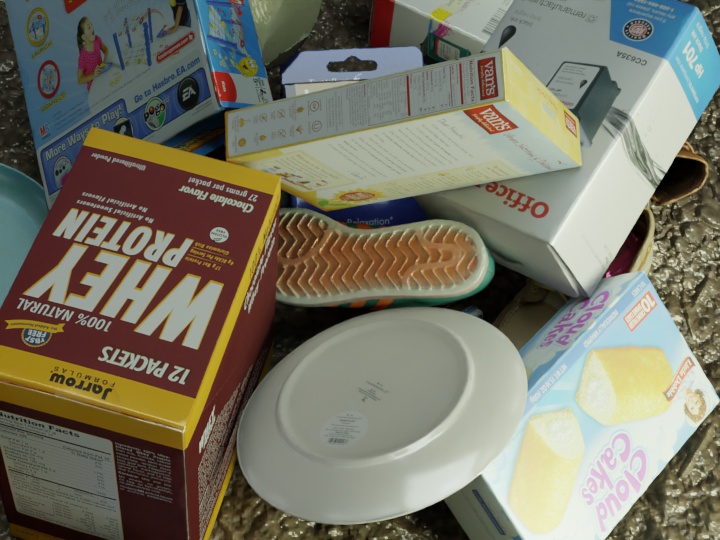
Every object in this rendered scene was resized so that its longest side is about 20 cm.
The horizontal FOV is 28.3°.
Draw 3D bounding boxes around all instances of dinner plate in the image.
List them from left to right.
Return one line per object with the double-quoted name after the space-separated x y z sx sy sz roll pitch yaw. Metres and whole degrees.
0.010 0.083 0.933 0.197 0.024 0.201 -14 36 10 "dinner plate"

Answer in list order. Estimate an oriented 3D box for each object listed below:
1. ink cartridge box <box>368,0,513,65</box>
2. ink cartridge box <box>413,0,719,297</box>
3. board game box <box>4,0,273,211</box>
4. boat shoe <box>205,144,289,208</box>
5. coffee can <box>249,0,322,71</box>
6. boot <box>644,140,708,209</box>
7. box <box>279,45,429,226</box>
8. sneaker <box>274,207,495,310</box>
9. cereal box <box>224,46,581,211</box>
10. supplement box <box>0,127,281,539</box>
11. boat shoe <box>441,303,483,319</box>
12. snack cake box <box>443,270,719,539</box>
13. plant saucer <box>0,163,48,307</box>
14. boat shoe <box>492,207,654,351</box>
0.087 -0.229 1.248 0.198 0.068 0.117 28 55 15 "ink cartridge box"
0.145 -0.104 1.025 0.145 0.086 0.201 25 76 37 "ink cartridge box"
-0.165 -0.167 1.014 0.055 0.199 0.199 -1 73 -49 "board game box"
-0.131 -0.105 1.136 0.198 0.072 0.065 28 50 8 "boat shoe"
-0.145 -0.242 1.139 0.146 0.148 0.199 -39 36 -28 "coffee can"
0.157 -0.083 1.110 0.197 0.078 0.156 -10 32 -13 "boot"
0.002 -0.079 1.101 0.119 0.032 0.203 -4 79 -8 "box"
0.000 0.000 1.039 0.197 0.080 0.073 4 77 15 "sneaker"
0.030 -0.086 0.933 0.197 0.144 0.040 -9 74 25 "cereal box"
-0.142 0.058 0.931 0.131 0.201 0.199 14 53 5 "supplement box"
0.010 0.079 1.011 0.072 0.073 0.200 30 52 27 "boat shoe"
0.145 0.107 0.971 0.200 0.067 0.116 -42 104 -29 "snack cake box"
-0.314 -0.001 1.068 0.197 0.028 0.202 3 53 -4 "plant saucer"
0.156 0.016 1.071 0.073 0.070 0.200 33 57 19 "boat shoe"
